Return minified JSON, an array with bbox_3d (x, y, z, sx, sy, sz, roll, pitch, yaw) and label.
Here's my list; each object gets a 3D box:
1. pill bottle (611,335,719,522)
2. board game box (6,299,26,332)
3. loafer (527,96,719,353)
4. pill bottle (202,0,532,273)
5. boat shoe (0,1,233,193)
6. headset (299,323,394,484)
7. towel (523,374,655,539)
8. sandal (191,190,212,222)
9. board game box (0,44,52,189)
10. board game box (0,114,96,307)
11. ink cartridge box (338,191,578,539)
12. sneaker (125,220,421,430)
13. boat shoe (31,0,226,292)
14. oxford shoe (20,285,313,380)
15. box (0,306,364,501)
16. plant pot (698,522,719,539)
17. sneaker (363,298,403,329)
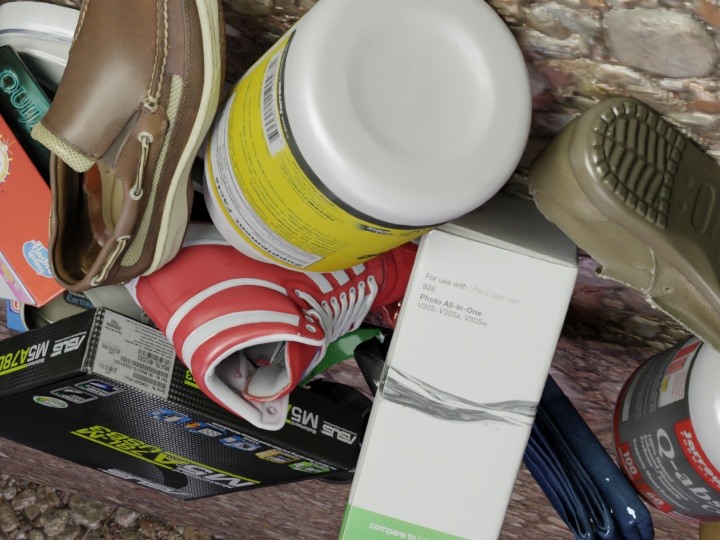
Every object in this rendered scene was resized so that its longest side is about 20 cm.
[{"bbox_3d":[0.235,0.086,0.928,0.116,0.116,0.200,21,163,-6],"label":"pill bottle"},{"bbox_3d":[-0.120,0.018,1.079,0.199,0.045,0.152,13,-157,20],"label":"board game box"},{"bbox_3d":[0.160,-0.016,0.776,0.200,0.076,0.067,41,155,-28],"label":"loafer"},{"bbox_3d":[-0.009,-0.061,0.741,0.112,0.113,0.200,24,163,-16],"label":"pill bottle"},{"bbox_3d":[-0.117,-0.082,0.870,0.200,0.066,0.072,27,162,-23],"label":"boat shoe"},{"bbox_3d":[0.000,0.078,1.034,0.200,0.123,0.094,18,141,53],"label":"headset"},{"bbox_3d":[0.122,0.107,1.045,0.200,0.048,0.112,55,180,26],"label":"towel"},{"bbox_3d":[-0.124,-0.029,0.971,0.048,0.076,0.200,-19,163,13],"label":"sandal"},{"bbox_3d":[-0.197,-0.066,0.913,0.135,0.028,0.200,56,163,-19],"label":"board game box"},{"bbox_3d":[-0.228,-0.075,0.849,0.200,0.040,0.153,58,162,-13],"label":"board game box"},{"bbox_3d":[0.053,0.064,0.843,0.084,0.201,0.146,16,-165,4],"label":"ink cartridge box"},{"bbox_3d":[-0.024,0.026,0.859,0.200,0.071,0.113,-4,-137,-35],"label":"sneaker"},{"bbox_3d":[-0.114,-0.070,0.729,0.075,0.075,0.203,32,132,28],"label":"boat shoe"},{"bbox_3d":[-0.124,0.039,0.964,0.199,0.075,0.058,13,-158,11],"label":"oxford shoe"},{"bbox_3d":[-0.132,0.089,0.964,0.200,0.048,0.193,26,151,-34],"label":"box"},{"bbox_3d":[0.320,0.221,1.116,0.186,0.201,0.186,16,163,5],"label":"plant pot"},{"bbox_3d":[0.000,0.000,0.997,0.200,0.071,0.098,19,174,-18],"label":"sneaker"}]
